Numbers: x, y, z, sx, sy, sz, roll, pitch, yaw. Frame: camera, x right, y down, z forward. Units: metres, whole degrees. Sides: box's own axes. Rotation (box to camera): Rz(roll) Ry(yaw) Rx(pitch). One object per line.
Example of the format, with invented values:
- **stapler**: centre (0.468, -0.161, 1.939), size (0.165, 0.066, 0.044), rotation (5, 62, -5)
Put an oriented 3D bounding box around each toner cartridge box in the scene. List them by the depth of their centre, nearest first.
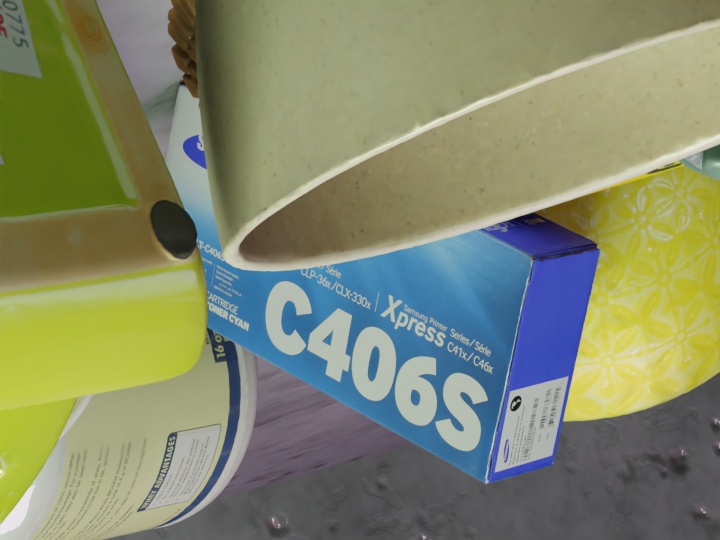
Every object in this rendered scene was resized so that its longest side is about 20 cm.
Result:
- **toner cartridge box**: centre (0.000, 0.000, 1.133), size (0.199, 0.096, 0.043), rotation (27, -156, 38)

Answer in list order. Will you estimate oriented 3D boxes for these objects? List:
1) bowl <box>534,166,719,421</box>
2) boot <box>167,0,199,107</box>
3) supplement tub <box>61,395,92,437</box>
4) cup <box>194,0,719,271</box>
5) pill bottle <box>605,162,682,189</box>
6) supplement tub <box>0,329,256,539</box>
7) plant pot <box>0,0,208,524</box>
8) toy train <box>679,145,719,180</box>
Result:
- **bowl**: centre (0.084, -0.047, 1.192), size (0.199, 0.201, 0.108), rotation (-18, 143, -7)
- **boot**: centre (0.003, -0.108, 0.927), size (0.107, 0.075, 0.200), rotation (-29, 176, -16)
- **supplement tub**: centre (-0.162, 0.004, 0.982), size (0.144, 0.146, 0.200), rotation (-19, 172, 1)
- **cup**: centre (0.036, -0.100, 0.745), size (0.199, 0.144, 0.200), rotation (-19, 173, -3)
- **pill bottle**: centre (0.094, -0.088, 1.082), size (0.199, 0.110, 0.109), rotation (-17, 172, -16)
- **supplement tub**: centre (-0.159, 0.059, 1.304), size (0.144, 0.146, 0.199), rotation (-25, 170, 36)
- **plant pot**: centre (-0.164, -0.019, 0.675), size (0.181, 0.201, 0.198), rotation (-31, 166, 34)
- **toy train**: centre (0.111, -0.096, 0.919), size (0.113, 0.086, 0.200), rotation (17, 156, -8)
